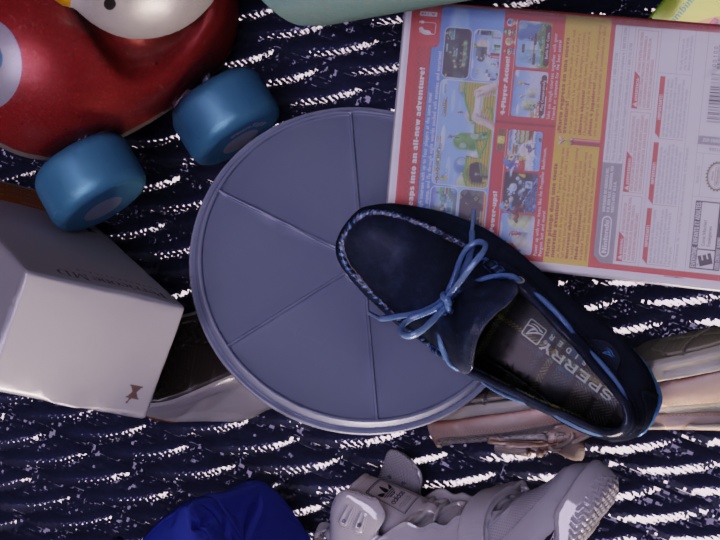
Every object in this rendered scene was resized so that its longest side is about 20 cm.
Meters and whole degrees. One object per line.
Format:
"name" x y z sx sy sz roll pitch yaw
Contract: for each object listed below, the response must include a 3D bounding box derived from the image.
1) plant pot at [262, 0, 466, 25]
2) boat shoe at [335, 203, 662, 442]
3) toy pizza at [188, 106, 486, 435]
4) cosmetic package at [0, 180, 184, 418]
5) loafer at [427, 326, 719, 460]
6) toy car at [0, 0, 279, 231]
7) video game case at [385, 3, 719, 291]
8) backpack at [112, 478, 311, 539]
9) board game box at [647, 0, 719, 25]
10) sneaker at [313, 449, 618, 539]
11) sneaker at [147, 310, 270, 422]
"plant pot" 0.037 -0.222 0.912 0.195 0.200 0.202 -11 92 32
"boat shoe" 0.074 0.021 0.939 0.199 0.069 0.085 26 102 13
"toy pizza" 0.000 0.000 1.014 0.198 0.032 0.202 2 69 -6
"cosmetic package" -0.192 0.007 1.011 0.200 0.101 0.072 36 107 53
"loafer" 0.135 0.083 1.004 0.199 0.072 0.063 -14 98 13
"toy car" -0.140 -0.157 0.964 0.176 0.200 0.185 -27 79 -20
"video game case" 0.116 -0.070 0.968 0.198 0.017 0.144 7 96 12
"backpack" -0.119 0.239 1.030 0.200 0.167 0.163 -40 72 26
"board game box" 0.234 -0.071 0.973 0.200 0.048 0.102 42 104 8
"sneaker" 0.052 0.146 1.004 0.115 0.075 0.200 47 127 7
"sneaker" -0.047 0.044 1.056 0.198 0.085 0.073 -12 70 -4
